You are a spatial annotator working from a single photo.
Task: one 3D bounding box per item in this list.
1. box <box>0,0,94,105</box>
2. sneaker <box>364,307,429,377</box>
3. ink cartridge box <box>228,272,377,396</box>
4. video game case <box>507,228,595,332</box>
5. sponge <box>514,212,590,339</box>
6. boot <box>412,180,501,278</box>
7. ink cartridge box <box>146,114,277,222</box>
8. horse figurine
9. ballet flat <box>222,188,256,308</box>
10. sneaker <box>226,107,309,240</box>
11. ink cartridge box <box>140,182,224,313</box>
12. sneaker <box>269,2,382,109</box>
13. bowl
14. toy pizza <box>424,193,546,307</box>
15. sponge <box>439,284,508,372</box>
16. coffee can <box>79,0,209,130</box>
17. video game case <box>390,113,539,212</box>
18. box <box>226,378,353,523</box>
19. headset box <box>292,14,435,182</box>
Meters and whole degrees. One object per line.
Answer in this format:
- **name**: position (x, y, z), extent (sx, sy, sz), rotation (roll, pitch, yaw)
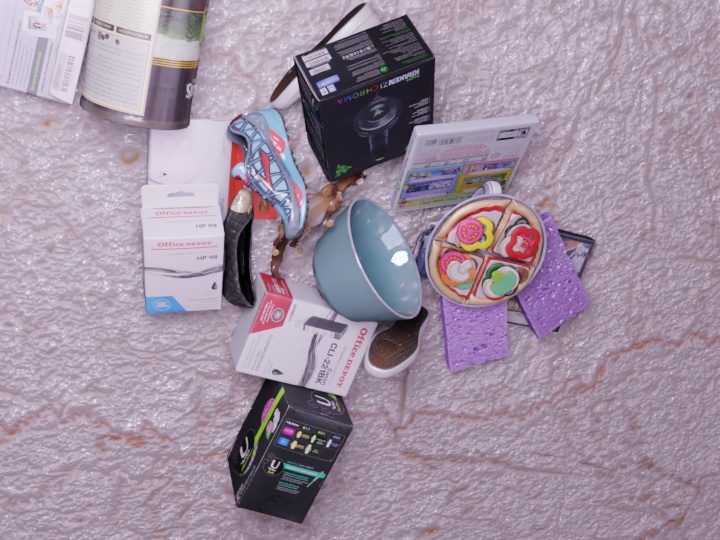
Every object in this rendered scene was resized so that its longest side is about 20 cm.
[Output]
- **box**: position (-0.460, -0.320, 1.142), extent (0.199, 0.041, 0.157), rotation (12, 109, -22)
- **sneaker**: position (0.059, 0.134, 1.410), extent (0.073, 0.200, 0.085), rotation (24, 121, 15)
- **ink cartridge box**: position (-0.092, 0.106, 1.411), extent (0.199, 0.084, 0.145), rotation (16, 107, -23)
- **video game case**: position (0.289, 0.008, 1.515), extent (0.199, 0.026, 0.182), rotation (12, 109, -21)
- **sponge**: position (0.308, 0.011, 1.483), extent (0.111, 0.030, 0.200), rotation (-32, 118, -2)
- **boot**: position (0.150, -0.061, 1.404), extent (0.090, 0.073, 0.201), rotation (12, 122, -17)
- **ink cartridge box**: position (-0.213, -0.146, 1.288), extent (0.199, 0.057, 0.163), rotation (2, 112, -13)
- **horse figurine**: position (-0.075, -0.078, 1.328), extent (0.200, 0.133, 0.050), rotation (-41, 108, 16)
- **ballet flat**: position (-0.174, -0.034, 1.310), extent (0.057, 0.066, 0.201), rotation (20, 126, 17)
- **sneaker**: position (-0.138, -0.130, 1.244), extent (0.095, 0.079, 0.201), rotation (-14, 75, -20)
- **ink cartridge box**: position (-0.260, -0.029, 1.273), extent (0.115, 0.067, 0.201), rotation (-4, 136, -14)
- **sneaker**: position (-0.039, -0.288, 1.261), extent (0.200, 0.073, 0.085), rotation (-42, 115, 3)
- **bowl**: position (0.000, 0.000, 1.348), extent (0.105, 0.201, 0.201), rotation (-26, 121, 25)
- **toy pizza**: position (0.199, -0.025, 1.367), extent (0.199, 0.032, 0.201), rotation (-5, 119, -9)
- **sponge**: position (0.194, 0.086, 1.485), extent (0.111, 0.030, 0.201), rotation (-15, 133, -5)
- **coffee can**: position (-0.280, -0.301, 1.143), extent (0.146, 0.146, 0.201), rotation (7, 111, -19)
- **video game case**: position (0.157, -0.164, 1.344), extent (0.199, 0.022, 0.182), rotation (-9, 148, -18)
- **box**: position (-0.120, 0.283, 1.443), extent (0.124, 0.149, 0.201), rotation (21, 105, -22)
- **headset box**: position (0.009, -0.235, 1.243), extent (0.173, 0.093, 0.200), rotation (-22, 152, -10)
